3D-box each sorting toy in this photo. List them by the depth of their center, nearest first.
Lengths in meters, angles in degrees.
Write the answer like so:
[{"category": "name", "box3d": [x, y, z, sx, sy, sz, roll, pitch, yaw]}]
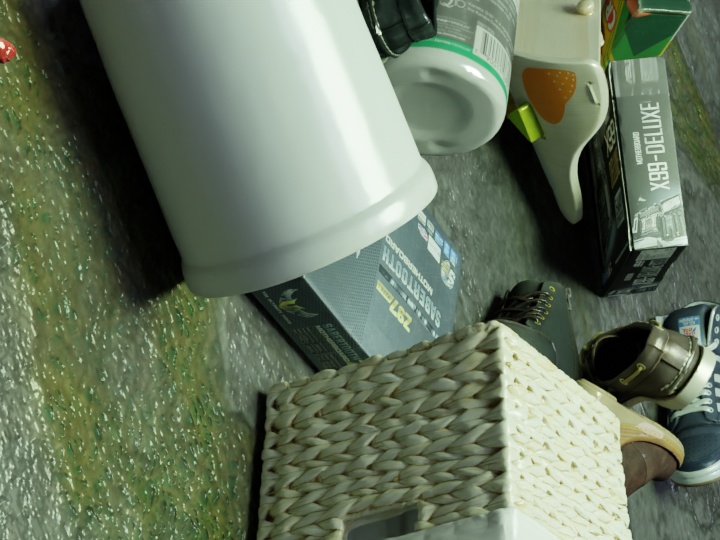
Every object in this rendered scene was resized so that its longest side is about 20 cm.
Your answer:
[{"category": "sorting toy", "box3d": [0.161, -0.142, 2.056, 0.201, 0.106, 0.181, -82, 160, -53]}]

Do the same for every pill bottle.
[{"category": "pill bottle", "box3d": [0.060, -0.195, 1.846, 0.113, 0.112, 0.201, 49, 39, -42]}]

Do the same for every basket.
[{"category": "basket", "box3d": [0.055, 0.155, 1.630, 0.200, 0.197, 0.162, 35, 45, -51]}]

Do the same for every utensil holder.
[{"category": "utensil holder", "box3d": [-0.066, -0.110, 1.543, 0.201, 0.169, 0.170, 67, 30, -13]}]

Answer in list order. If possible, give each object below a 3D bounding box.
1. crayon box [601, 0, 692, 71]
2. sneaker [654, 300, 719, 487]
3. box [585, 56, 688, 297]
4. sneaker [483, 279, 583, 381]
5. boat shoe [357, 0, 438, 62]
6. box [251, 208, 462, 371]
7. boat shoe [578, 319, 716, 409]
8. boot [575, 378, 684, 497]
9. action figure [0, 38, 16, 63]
[{"category": "crayon box", "box3d": [0.221, -0.226, 2.150, 0.200, 0.050, 0.128, 118, -29, -62]}, {"category": "sneaker", "box3d": [0.297, 0.102, 2.225, 0.200, 0.070, 0.109, -64, 139, -59]}, {"category": "box", "box3d": [0.227, -0.075, 2.090, 0.200, 0.049, 0.159, 96, -12, -79]}, {"category": "sneaker", "box3d": [0.116, 0.048, 1.923, 0.200, 0.074, 0.107, 40, 41, -63]}, {"category": "boat shoe", "box3d": [0.038, -0.224, 1.707, 0.075, 0.066, 0.200, 57, 33, -35]}, {"category": "box", "box3d": [0.000, 0.000, 1.738, 0.200, 0.051, 0.159, 51, 39, -41]}, {"category": "boat shoe", "box3d": [0.210, 0.073, 1.991, 0.059, 0.200, 0.072, 33, 78, -15]}, {"category": "boot", "box3d": [0.165, 0.177, 1.924, 0.167, 0.072, 0.200, -61, 147, -1]}, {"category": "action figure", "box3d": [-0.222, -0.093, 1.350, 0.099, 0.065, 0.202, -12, 91, -54]}]
